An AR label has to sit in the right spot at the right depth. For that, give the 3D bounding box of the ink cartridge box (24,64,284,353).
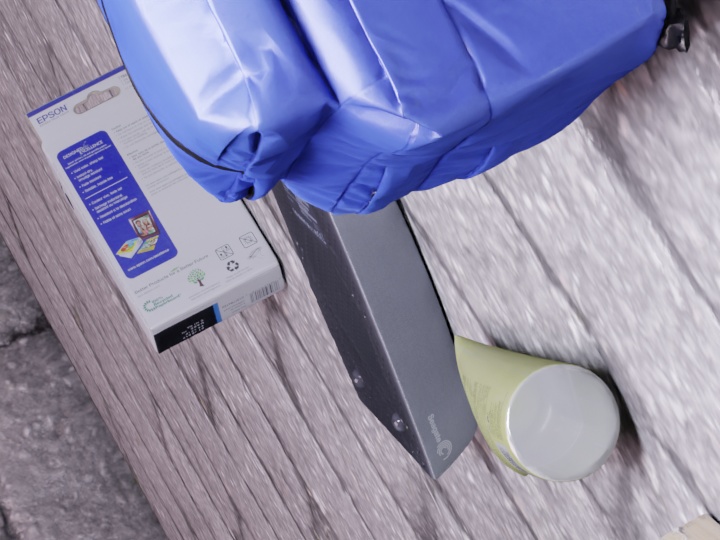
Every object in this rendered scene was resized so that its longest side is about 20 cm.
[{"bbox_3d":[-0.139,-0.047,1.997,0.201,0.099,0.039,59,170,29],"label":"ink cartridge box"}]

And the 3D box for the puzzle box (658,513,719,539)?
[{"bbox_3d":[0.186,0.207,1.204,0.201,0.025,0.133,68,170,-23],"label":"puzzle box"}]

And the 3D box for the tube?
[{"bbox_3d":[0.075,0.064,1.362,0.200,0.052,0.058,170,115,-83],"label":"tube"}]

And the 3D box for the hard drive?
[{"bbox_3d":[0.000,0.000,1.573,0.201,0.042,0.135,68,169,-25],"label":"hard drive"}]

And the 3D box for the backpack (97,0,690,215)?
[{"bbox_3d":[-0.005,-0.105,0.995,0.200,0.167,0.163,126,124,-83],"label":"backpack"}]
